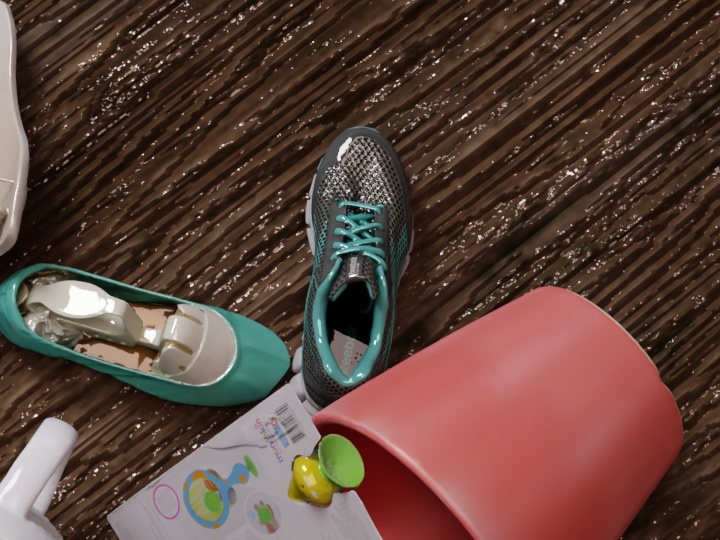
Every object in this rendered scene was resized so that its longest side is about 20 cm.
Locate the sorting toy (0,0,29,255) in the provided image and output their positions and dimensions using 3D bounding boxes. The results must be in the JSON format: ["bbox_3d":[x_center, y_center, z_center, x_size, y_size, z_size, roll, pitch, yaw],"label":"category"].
[{"bbox_3d":[-0.303,-0.105,1.655,0.199,0.107,0.181,11,70,-3],"label":"sorting toy"}]

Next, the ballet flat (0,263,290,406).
[{"bbox_3d":[-0.142,0.042,1.651,0.199,0.070,0.068,14,77,-3],"label":"ballet flat"}]

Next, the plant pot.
[{"bbox_3d":[0.095,0.118,1.610,0.177,0.200,0.201,-39,85,-22],"label":"plant pot"}]

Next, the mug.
[{"bbox_3d":[-0.232,0.180,1.560,0.147,0.175,0.201,31,77,1],"label":"mug"}]

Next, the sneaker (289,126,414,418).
[{"bbox_3d":[0.000,0.000,1.663,0.077,0.091,0.202,5,78,-6],"label":"sneaker"}]

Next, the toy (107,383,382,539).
[{"bbox_3d":[-0.064,0.158,1.601,0.047,0.200,0.116,-25,81,-46],"label":"toy"}]
